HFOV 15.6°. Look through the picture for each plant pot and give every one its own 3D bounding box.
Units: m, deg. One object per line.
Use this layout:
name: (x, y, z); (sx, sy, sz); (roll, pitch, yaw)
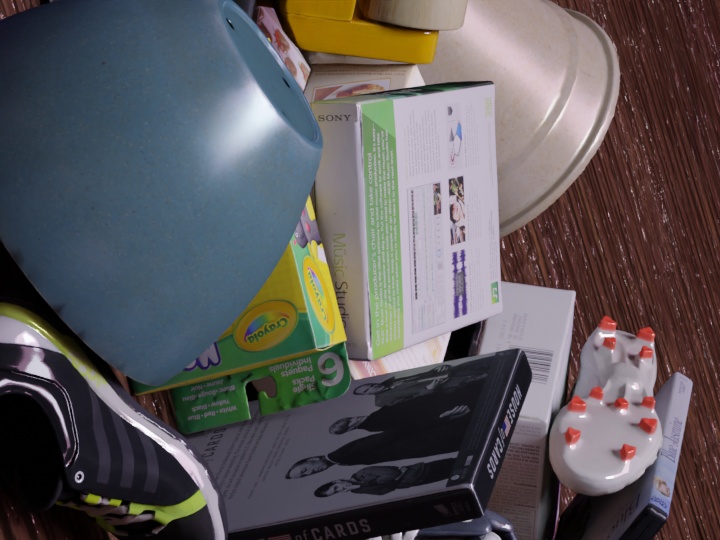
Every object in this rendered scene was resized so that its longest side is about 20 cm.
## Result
plant pot: (-0.099, -0.063, 1.309); (0.200, 0.135, 0.200); (53, 12, -17)
plant pot: (0.041, -0.145, 1.765); (0.183, 0.200, 0.201); (41, 38, -37)

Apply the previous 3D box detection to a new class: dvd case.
dvd case: (-0.016, 0.102, 1.399); (0.150, 0.200, 0.025); (-63, 136, -60)
dvd case: (0.161, 0.160, 1.702); (0.018, 0.143, 0.200); (34, 25, -4)

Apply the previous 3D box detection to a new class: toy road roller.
toy road roller: (-0.036, -0.208, 1.583); (0.146, 0.200, 0.123); (-119, -142, -69)

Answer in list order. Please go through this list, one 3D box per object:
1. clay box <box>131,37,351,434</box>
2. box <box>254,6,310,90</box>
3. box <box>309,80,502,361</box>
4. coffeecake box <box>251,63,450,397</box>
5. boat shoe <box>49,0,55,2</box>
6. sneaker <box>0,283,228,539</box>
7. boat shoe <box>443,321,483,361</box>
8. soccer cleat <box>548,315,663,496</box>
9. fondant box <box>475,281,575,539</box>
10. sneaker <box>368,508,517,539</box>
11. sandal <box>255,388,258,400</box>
clay box: (-0.083, -0.016, 1.430); (0.048, 0.115, 0.200); (-8, 84, -68)
box: (-0.038, -0.093, 1.699); (0.200, 0.041, 0.039); (57, 28, -39)
box: (0.029, -0.033, 1.518); (0.200, 0.036, 0.145); (-16, 105, -66)
coffeecake box: (0.000, 0.000, 1.582); (0.154, 0.073, 0.200); (63, 36, -48)
boat shoe: (-0.134, -0.199, 1.475); (0.067, 0.073, 0.200); (31, 47, -58)
sneaker: (-0.143, 0.095, 1.283); (0.200, 0.072, 0.083); (51, 39, -29)
boat shoe: (0.052, 0.076, 1.779); (0.200, 0.066, 0.070); (-73, 143, -53)
soccer cleat: (0.157, 0.102, 1.685); (0.200, 0.069, 0.078); (-65, 171, -63)
fondant box: (0.101, 0.129, 1.738); (0.144, 0.058, 0.200); (-72, 167, -53)
sneaker: (0.018, 0.164, 1.475); (0.199, 0.129, 0.080); (6, 94, -47)
sandal: (-0.065, -0.003, 1.583); (0.075, 0.045, 0.200); (-24, 113, -64)
